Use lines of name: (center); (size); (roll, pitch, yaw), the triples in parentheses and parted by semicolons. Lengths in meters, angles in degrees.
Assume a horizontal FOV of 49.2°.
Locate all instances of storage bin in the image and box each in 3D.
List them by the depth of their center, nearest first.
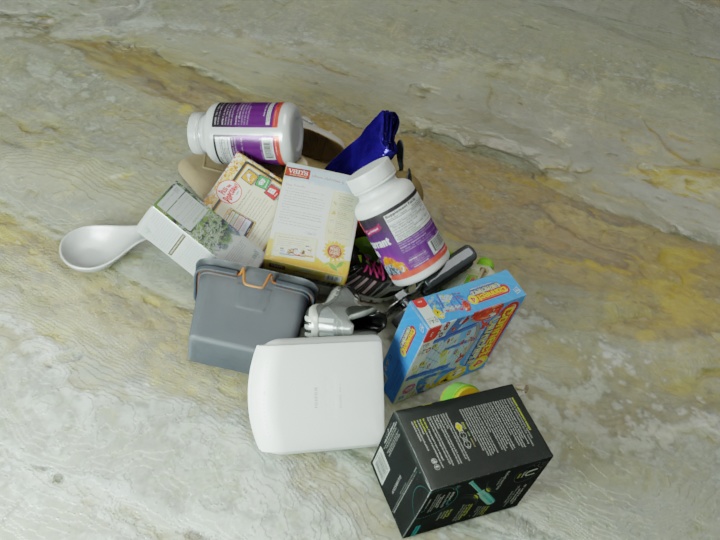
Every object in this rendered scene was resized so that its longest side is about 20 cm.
storage bin: (-0.176, 0.079, 1.227); (0.198, 0.146, 0.135); (13, 54, -6)

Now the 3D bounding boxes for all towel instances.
towel: (-0.007, -0.202, 1.470); (0.049, 0.200, 0.148); (34, 34, -20)

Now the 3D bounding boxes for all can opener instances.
can opener: (0.127, 0.033, 1.355); (0.199, 0.053, 0.067); (-32, 73, -19)

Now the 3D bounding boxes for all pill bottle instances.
pill bottle: (0.059, -0.084, 1.325); (0.111, 0.111, 0.201); (-42, 108, -42)
pill bottle: (-0.211, -0.252, 1.446); (0.198, 0.113, 0.113); (3, 43, 11)

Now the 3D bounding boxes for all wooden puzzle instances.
wooden puzzle: (-0.222, -0.187, 1.497); (0.199, 0.046, 0.185); (-31, 51, -18)

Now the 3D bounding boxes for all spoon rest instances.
spoon rest: (-0.400, -0.043, 1.318); (0.198, 0.061, 0.100); (-6, 49, -24)

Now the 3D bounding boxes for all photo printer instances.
photo printer: (-0.065, 0.181, 1.150); (0.198, 0.069, 0.168); (0, 88, -18)

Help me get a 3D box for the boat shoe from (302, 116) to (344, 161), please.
boat shoe: (-0.118, -0.291, 1.642); (0.199, 0.071, 0.070); (22, 46, 5)

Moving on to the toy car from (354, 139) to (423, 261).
toy car: (0.052, -0.132, 1.449); (0.156, 0.201, 0.165); (3, 46, -16)

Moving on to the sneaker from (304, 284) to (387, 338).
sneaker: (-0.006, 0.075, 1.267); (0.114, 0.076, 0.200); (3, 15, 18)

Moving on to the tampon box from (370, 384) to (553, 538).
tampon box: (0.140, 0.270, 1.122); (0.198, 0.150, 0.127); (-7, 50, -24)

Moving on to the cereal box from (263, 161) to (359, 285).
cereal box: (-0.077, -0.083, 1.344); (0.143, 0.040, 0.201); (13, 61, -3)

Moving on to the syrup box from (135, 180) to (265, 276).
syrup box: (-0.262, -0.045, 1.306); (0.200, 0.081, 0.079); (40, 44, -11)

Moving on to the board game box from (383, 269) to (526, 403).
board game box: (0.141, 0.106, 1.247); (0.195, 0.201, 0.056); (-16, 55, -29)

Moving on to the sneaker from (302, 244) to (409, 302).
sneaker: (0.000, 0.000, 1.383); (0.198, 0.088, 0.074); (5, 47, -11)

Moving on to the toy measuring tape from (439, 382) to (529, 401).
toy measuring tape: (0.190, 0.200, 1.260); (0.199, 0.074, 0.074); (-21, 56, -30)

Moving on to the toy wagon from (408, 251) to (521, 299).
toy wagon: (0.187, 0.038, 1.389); (0.199, 0.040, 0.156); (11, 46, 27)

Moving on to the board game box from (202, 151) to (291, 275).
board game box: (-0.173, -0.093, 1.385); (0.199, 0.046, 0.152); (32, 68, -2)
